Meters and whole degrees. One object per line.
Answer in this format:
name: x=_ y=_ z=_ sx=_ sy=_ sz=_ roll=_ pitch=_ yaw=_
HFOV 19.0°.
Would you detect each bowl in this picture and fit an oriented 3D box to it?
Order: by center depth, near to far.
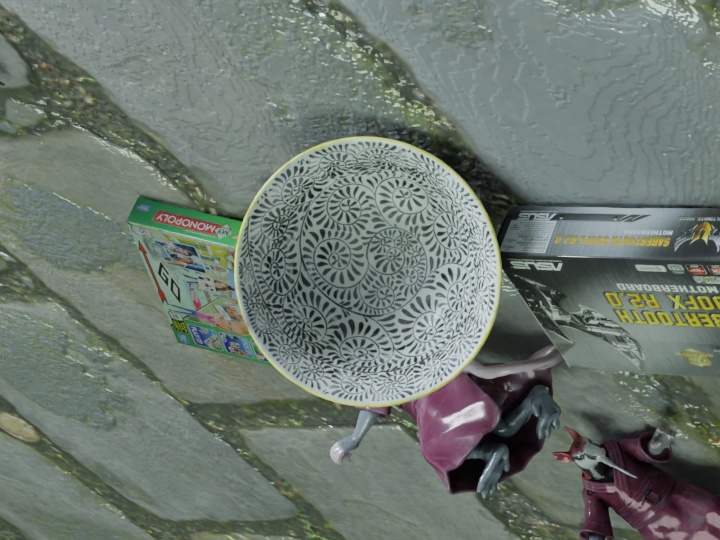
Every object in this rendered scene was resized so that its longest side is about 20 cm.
bowl: x=0.012 y=-0.002 z=1.623 sx=0.201 sy=0.201 sz=0.094 roll=19 pitch=-172 yaw=7

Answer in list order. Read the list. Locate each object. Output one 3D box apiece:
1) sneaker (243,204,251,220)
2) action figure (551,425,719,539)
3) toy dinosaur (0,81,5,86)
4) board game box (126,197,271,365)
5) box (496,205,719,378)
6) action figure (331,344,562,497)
sneaker: x=0.000 y=0.000 z=1.720 sx=0.200 sy=0.075 sz=0.076 roll=30 pitch=165 yaw=3
action figure: x=0.255 y=0.192 z=1.860 sx=0.200 sy=0.134 sz=0.149 roll=38 pitch=-166 yaw=-2
toy dinosaur: x=-0.376 y=-0.166 z=1.732 sx=0.181 sy=0.105 sz=0.200 roll=21 pitch=117 yaw=32
board game box: x=-0.115 y=0.016 z=1.863 sx=0.134 sy=0.029 sz=0.200 roll=14 pitch=151 yaw=19
box: x=0.219 y=0.017 z=1.596 sx=0.200 sy=0.048 sz=0.158 roll=3 pitch=146 yaw=33
action figure: x=0.059 y=0.102 z=1.790 sx=0.200 sy=0.134 sz=0.149 roll=33 pitch=126 yaw=43
